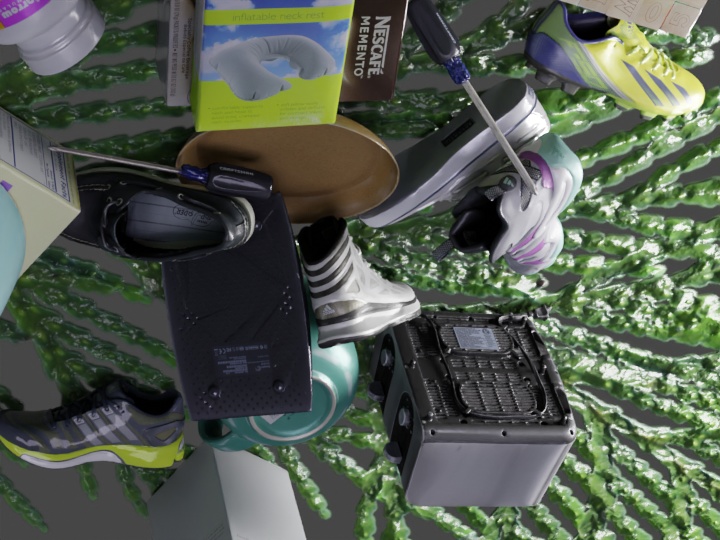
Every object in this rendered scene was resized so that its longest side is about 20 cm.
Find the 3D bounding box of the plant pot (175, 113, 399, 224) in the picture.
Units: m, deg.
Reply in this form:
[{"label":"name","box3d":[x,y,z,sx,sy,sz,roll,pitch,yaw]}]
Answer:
[{"label":"plant pot","box3d":[-0.064,-0.096,1.381,0.198,0.028,0.200,0,156,0]}]

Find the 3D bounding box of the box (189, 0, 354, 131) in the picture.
[{"label":"box","box3d":[-0.068,-0.196,1.209,0.121,0.048,0.201,-5,141,-13]}]

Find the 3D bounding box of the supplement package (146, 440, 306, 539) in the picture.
[{"label":"supplement package","box3d":[-0.132,0.292,1.605,0.117,0.201,0.117,29,115,-33]}]

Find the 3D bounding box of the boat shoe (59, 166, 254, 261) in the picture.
[{"label":"boat shoe","box3d":[-0.196,-0.043,1.368,0.198,0.066,0.075,10,110,6]}]

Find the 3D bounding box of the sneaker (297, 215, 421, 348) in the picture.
[{"label":"sneaker","box3d":[0.000,0.000,1.469,0.075,0.200,0.116,-13,93,18]}]

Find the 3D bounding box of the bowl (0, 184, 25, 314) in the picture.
[{"label":"bowl","box3d":[-0.368,0.012,1.249,0.199,0.105,0.202,-8,130,-10]}]

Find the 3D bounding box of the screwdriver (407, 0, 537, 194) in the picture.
[{"label":"screwdriver","box3d":[0.100,-0.151,1.352,0.028,0.029,0.201,-32,88,5]}]

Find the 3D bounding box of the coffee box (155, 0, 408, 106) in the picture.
[{"label":"coffee box","box3d":[-0.068,-0.207,1.306,0.198,0.080,0.114,-3,129,-14]}]

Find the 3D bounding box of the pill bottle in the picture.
[{"label":"pill bottle","box3d":[-0.280,-0.247,1.195,0.104,0.105,0.200,-29,130,7]}]

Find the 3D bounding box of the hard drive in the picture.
[{"label":"hard drive","box3d":[-0.110,0.033,1.424,0.134,0.042,0.202,-6,96,17]}]

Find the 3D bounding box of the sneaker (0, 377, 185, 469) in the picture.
[{"label":"sneaker","box3d":[-0.266,0.145,1.543,0.198,0.074,0.081,2,118,-26]}]

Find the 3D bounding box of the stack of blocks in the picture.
[{"label":"stack of blocks","box3d":[0.188,-0.271,1.310,0.199,0.116,0.059,11,124,-25]}]

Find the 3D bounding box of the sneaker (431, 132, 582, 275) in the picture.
[{"label":"sneaker","box3d":[0.124,-0.037,1.457,0.139,0.078,0.201,-31,153,-21]}]

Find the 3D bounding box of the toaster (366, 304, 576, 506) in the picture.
[{"label":"toaster","box3d":[0.114,0.133,1.570,0.198,0.182,0.119,2,132,-19]}]

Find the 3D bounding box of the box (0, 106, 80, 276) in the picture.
[{"label":"box","box3d":[-0.372,-0.066,1.317,0.199,0.097,0.176,33,113,-33]}]

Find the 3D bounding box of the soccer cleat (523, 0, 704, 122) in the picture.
[{"label":"soccer cleat","box3d":[0.244,-0.194,1.423,0.199,0.065,0.084,12,116,-25]}]

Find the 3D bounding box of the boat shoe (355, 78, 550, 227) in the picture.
[{"label":"boat shoe","box3d":[0.090,-0.094,1.449,0.199,0.074,0.065,-34,125,12]}]

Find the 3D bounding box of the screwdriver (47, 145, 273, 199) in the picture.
[{"label":"screwdriver","box3d":[-0.170,-0.092,1.337,0.199,0.029,0.028,14,163,-19]}]

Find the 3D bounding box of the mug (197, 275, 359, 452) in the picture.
[{"label":"mug","box3d":[-0.079,0.110,1.532,0.151,0.115,0.186,-4,128,-14]}]
